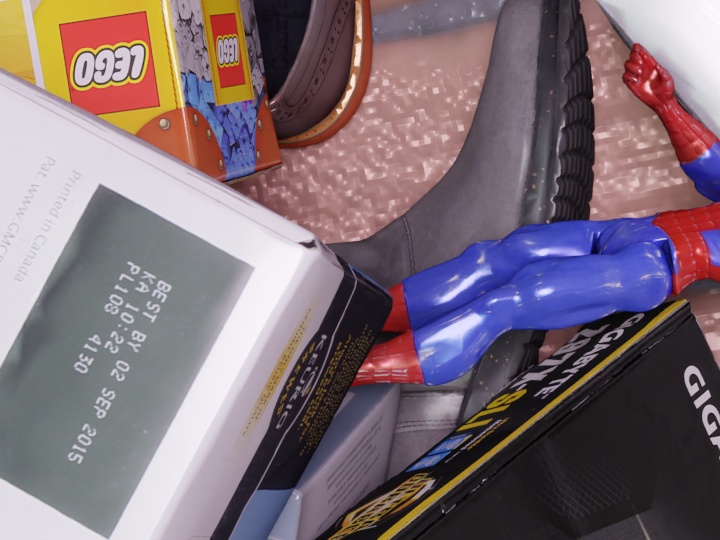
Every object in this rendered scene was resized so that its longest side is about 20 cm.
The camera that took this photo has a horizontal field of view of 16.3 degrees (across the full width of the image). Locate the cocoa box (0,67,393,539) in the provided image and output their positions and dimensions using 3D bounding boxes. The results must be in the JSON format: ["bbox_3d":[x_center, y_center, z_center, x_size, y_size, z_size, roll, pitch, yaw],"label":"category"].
[{"bbox_3d":[-0.100,0.057,0.619,0.133,0.131,0.200,28,89,10],"label":"cocoa box"}]

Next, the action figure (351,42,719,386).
[{"bbox_3d":[0.069,-0.024,0.710,0.200,0.065,0.099,-7,116,-2],"label":"action figure"}]

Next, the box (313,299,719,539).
[{"bbox_3d":[0.077,0.132,0.719,0.049,0.160,0.200,-15,103,47],"label":"box"}]

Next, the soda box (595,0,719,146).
[{"bbox_3d":[0.167,-0.123,0.766,0.200,0.068,0.063,-41,84,8],"label":"soda box"}]

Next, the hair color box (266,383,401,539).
[{"bbox_3d":[-0.043,0.131,0.755,0.061,0.099,0.200,14,111,14],"label":"hair color box"}]

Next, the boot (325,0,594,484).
[{"bbox_3d":[0.000,0.000,0.797,0.131,0.070,0.200,10,87,14],"label":"boot"}]

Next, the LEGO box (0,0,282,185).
[{"bbox_3d":[-0.137,-0.088,0.742,0.200,0.077,0.149,-7,95,19],"label":"LEGO box"}]

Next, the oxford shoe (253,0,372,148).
[{"bbox_3d":[-0.031,-0.141,0.795,0.071,0.073,0.200,-9,89,9],"label":"oxford shoe"}]
